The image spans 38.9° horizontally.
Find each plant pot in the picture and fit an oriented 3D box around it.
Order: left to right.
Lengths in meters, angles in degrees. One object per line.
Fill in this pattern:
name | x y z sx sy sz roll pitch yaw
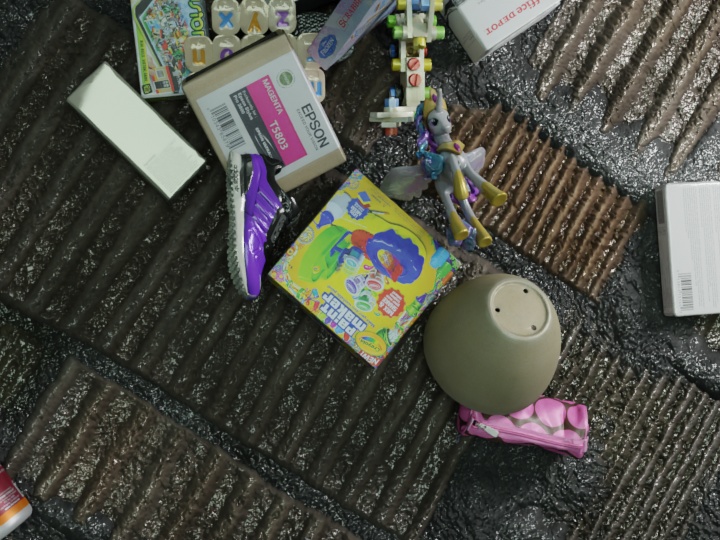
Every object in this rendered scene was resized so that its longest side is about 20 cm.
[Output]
plant pot | 0.201 0.083 1.433 0.198 0.135 0.202 7 60 -12

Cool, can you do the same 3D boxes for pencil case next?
pencil case | 0.239 0.222 1.489 0.197 0.094 0.092 10 100 -7

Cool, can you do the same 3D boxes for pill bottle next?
pill bottle | -0.541 0.278 1.363 0.113 0.113 0.201 -37 92 -8

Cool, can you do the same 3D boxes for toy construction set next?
toy construction set | 0.071 -0.291 1.462 0.091 0.131 0.202 12 98 -10

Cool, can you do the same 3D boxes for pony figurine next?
pony figurine | 0.125 -0.130 1.427 0.165 0.194 0.202 -15 61 -14

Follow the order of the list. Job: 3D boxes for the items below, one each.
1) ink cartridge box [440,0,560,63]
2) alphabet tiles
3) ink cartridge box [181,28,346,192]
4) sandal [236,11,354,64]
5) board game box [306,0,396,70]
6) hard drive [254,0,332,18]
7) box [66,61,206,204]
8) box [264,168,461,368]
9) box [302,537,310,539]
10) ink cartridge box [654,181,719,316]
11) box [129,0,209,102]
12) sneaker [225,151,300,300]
ink cartridge box | 0.180 -0.434 1.516 0.144 0.084 0.201 -34 91 -8
alphabet tiles | -0.149 -0.286 1.450 0.197 0.015 0.198 -4 107 -8
ink cartridge box | -0.134 -0.210 1.429 0.163 0.075 0.201 -27 108 1
sandal | -0.106 -0.338 1.493 0.198 0.048 0.076 4 88 3
board game box | 0.032 -0.391 1.399 0.041 0.199 0.200 43 52 -2
hard drive | -0.085 -0.448 1.481 0.198 0.038 0.141 -22 72 -9
box | -0.313 -0.191 1.440 0.082 0.068 0.200 -45 94 -8
box | 0.000 0.000 1.451 0.200 0.122 0.193 40 84 -4
box | -0.093 0.486 1.419 0.060 0.117 0.202 29 82 -8
ink cartridge box | 0.549 -0.035 1.571 0.174 0.045 0.203 -3 88 -8
box | -0.273 -0.349 1.470 0.109 0.035 0.203 -7 88 -9
sneaker | -0.128 -0.062 1.370 0.098 0.070 0.203 -1 81 -16
